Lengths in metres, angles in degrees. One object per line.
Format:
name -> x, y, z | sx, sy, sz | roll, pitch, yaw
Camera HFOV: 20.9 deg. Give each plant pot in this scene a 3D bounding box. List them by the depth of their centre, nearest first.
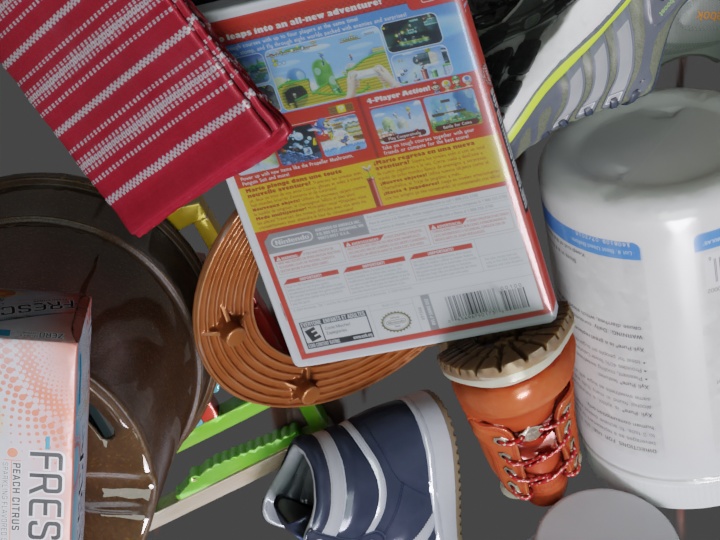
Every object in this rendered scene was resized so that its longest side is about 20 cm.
plant pot -> -0.177, 0.073, 1.031 | 0.200, 0.198, 0.201 | 0, 110, -1

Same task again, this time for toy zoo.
toy zoo -> -0.117, 0.043, 1.138 | 0.131, 0.020, 0.200 | -26, 109, 7

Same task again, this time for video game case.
video game case -> 0.004, -0.050, 0.963 | 0.143, 0.017, 0.200 | -11, 117, 17

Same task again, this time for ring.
ring -> 0.000, 0.000, 1.070 | 0.200, 0.019, 0.201 | -22, 136, -23

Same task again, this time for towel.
towel -> -0.130, -0.118, 0.951 | 0.200, 0.022, 0.145 | 54, 139, -6

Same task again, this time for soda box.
soda box -> -0.164, 0.110, 0.907 | 0.068, 0.064, 0.201 | 4, 109, -3

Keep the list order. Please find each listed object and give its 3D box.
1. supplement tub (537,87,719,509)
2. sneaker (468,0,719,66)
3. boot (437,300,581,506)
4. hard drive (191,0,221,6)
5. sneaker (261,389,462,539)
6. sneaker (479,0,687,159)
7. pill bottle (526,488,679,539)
supplement tub -> 0.172, 0.014, 1.065 | 0.132, 0.132, 0.200 | -10, 122, 1
sneaker -> 0.110, -0.124, 1.061 | 0.200, 0.074, 0.080 | -13, 115, 2
boot -> 0.091, 0.076, 1.050 | 0.075, 0.200, 0.108 | -20, 87, 1
hard drive -> -0.055, -0.185, 0.956 | 0.135, 0.042, 0.200 | -38, 92, 26
sneaker -> 0.005, 0.177, 1.149 | 0.108, 0.070, 0.201 | -13, 105, -25
sneaker -> 0.106, -0.099, 0.995 | 0.081, 0.074, 0.200 | 31, 106, -32
pill bottle -> 0.128, 0.214, 1.122 | 0.111, 0.111, 0.200 | 2, 140, -3
